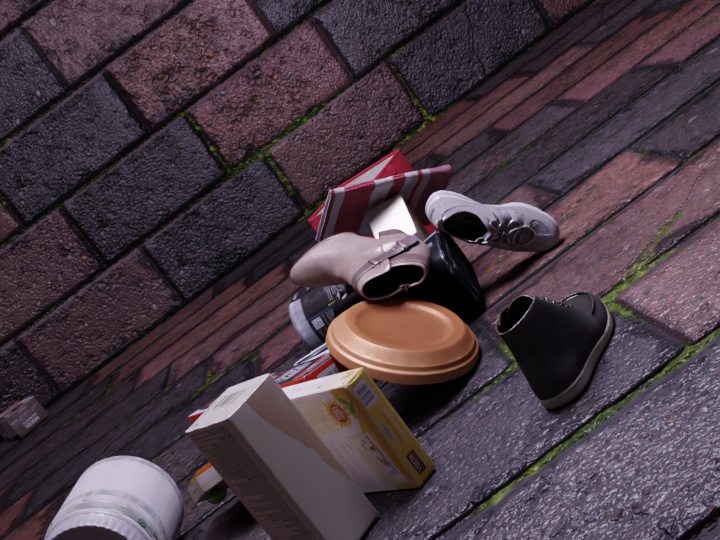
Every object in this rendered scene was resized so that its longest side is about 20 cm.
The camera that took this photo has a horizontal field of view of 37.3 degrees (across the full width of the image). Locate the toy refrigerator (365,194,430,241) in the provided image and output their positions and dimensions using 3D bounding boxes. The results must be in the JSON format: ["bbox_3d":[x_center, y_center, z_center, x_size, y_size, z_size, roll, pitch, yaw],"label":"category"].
[{"bbox_3d":[0.076,-0.034,1.675,0.070,0.076,0.200,-27,-29,9],"label":"toy refrigerator"}]

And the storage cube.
[{"bbox_3d":[0.039,-0.097,2.073,0.171,0.180,0.200,-29,13,31],"label":"storage cube"}]

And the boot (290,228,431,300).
[{"bbox_3d":[0.000,0.000,1.471,0.199,0.070,0.146,-23,25,3],"label":"boot"}]

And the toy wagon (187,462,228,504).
[{"bbox_3d":[-0.137,0.251,1.442,0.199,0.040,0.155,-27,-13,-28],"label":"toy wagon"}]

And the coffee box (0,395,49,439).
[{"bbox_3d":[-1.069,0.465,3.352,0.113,0.080,0.200,-42,12,-30],"label":"coffee box"}]

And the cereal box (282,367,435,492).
[{"bbox_3d":[-0.022,0.189,1.218,0.040,0.144,0.200,-44,15,-34],"label":"cereal box"}]

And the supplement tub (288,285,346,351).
[{"bbox_3d":[-0.010,0.048,1.788,0.200,0.123,0.123,-32,12,21],"label":"supplement tub"}]

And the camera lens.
[{"bbox_3d":[-0.329,0.354,1.425,0.160,0.160,0.200,-34,12,10],"label":"camera lens"}]

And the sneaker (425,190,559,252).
[{"bbox_3d":[0.191,-0.056,1.542,0.082,0.199,0.075,-89,9,-63],"label":"sneaker"}]

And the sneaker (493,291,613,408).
[{"bbox_3d":[0.212,0.051,1.161,0.075,0.106,0.200,-30,14,30],"label":"sneaker"}]

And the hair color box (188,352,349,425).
[{"bbox_3d":[-0.114,0.172,1.378,0.199,0.061,0.101,-23,5,31],"label":"hair color box"}]

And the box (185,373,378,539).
[{"bbox_3d":[-0.083,0.217,1.140,0.095,0.200,0.078,-22,18,48],"label":"box"}]

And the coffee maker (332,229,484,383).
[{"bbox_3d":[0.075,0.057,1.550,0.200,0.135,0.193,-34,49,17],"label":"coffee maker"}]

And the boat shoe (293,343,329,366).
[{"bbox_3d":[-0.017,0.112,1.691,0.200,0.069,0.072,-37,12,0],"label":"boat shoe"}]

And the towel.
[{"bbox_3d":[0.035,-0.097,1.637,0.199,0.023,0.144,-13,-28,-20],"label":"towel"}]

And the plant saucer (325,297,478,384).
[{"bbox_3d":[0.055,0.083,1.375,0.199,0.038,0.200,4,23,-2],"label":"plant saucer"}]
